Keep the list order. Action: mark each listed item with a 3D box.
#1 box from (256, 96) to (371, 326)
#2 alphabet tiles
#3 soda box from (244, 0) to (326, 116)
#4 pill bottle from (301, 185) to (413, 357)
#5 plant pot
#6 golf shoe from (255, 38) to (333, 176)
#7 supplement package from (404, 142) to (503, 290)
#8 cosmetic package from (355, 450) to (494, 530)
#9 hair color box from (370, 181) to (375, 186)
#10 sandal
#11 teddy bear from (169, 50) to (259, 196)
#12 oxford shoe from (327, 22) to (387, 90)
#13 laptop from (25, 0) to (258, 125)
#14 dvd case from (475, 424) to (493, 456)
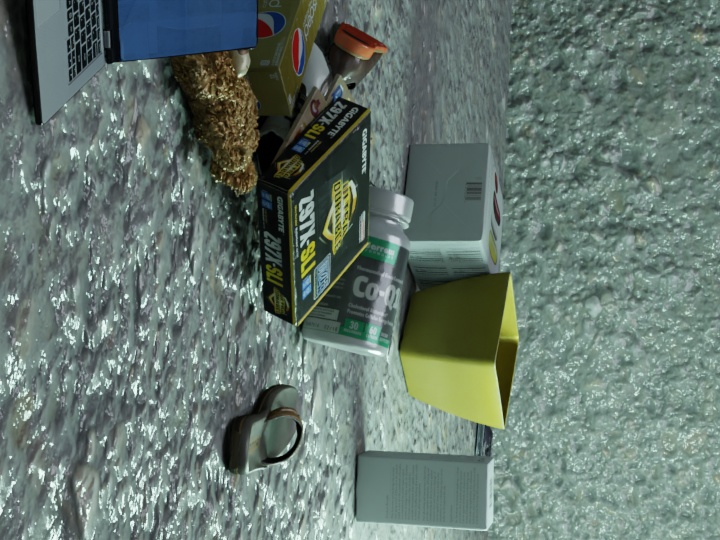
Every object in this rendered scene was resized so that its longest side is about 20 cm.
[{"bbox_3d":[-0.048,-0.062,1.477,0.160,0.049,0.201,-47,152,-37],"label":"box"},{"bbox_3d":[-0.045,-0.116,1.501,0.168,0.008,0.200,-62,158,-11],"label":"alphabet tiles"},{"bbox_3d":[-0.089,-0.257,1.460,0.068,0.063,0.201,77,19,-47],"label":"soda box"},{"bbox_3d":[0.000,0.000,1.703,0.113,0.112,0.202,35,67,-74],"label":"pill bottle"},{"bbox_3d":[0.171,0.135,2.363,0.201,0.175,0.201,75,23,-48],"label":"plant pot"},{"bbox_3d":[-0.076,-0.171,1.502,0.094,0.077,0.202,13,78,-76],"label":"golf shoe"},{"bbox_3d":[0.164,-0.090,2.377,0.200,0.146,0.193,64,30,-61],"label":"supplement package"},{"bbox_3d":[0.097,0.326,2.023,0.071,0.198,0.102,-1,93,-77],"label":"cosmetic package"},{"bbox_3d":[-0.013,-0.018,1.817,0.099,0.060,0.202,27,66,-76],"label":"hair color box"},{"bbox_3d":[-0.094,0.178,1.507,0.200,0.054,0.083,-18,109,-76],"label":"sandal"},{"bbox_3d":[-0.126,-0.161,1.310,0.146,0.066,0.201,-77,163,-48],"label":"teddy bear"},{"bbox_3d":[-0.014,-0.285,1.818,0.073,0.071,0.200,-62,176,14],"label":"oxford shoe"},{"bbox_3d":[-0.158,-0.226,1.011,0.200,0.115,0.189,-66,162,-58],"label":"laptop"},{"bbox_3d":[0.299,0.447,3.300,0.200,0.016,0.150,59,36,-68],"label":"dvd case"}]
